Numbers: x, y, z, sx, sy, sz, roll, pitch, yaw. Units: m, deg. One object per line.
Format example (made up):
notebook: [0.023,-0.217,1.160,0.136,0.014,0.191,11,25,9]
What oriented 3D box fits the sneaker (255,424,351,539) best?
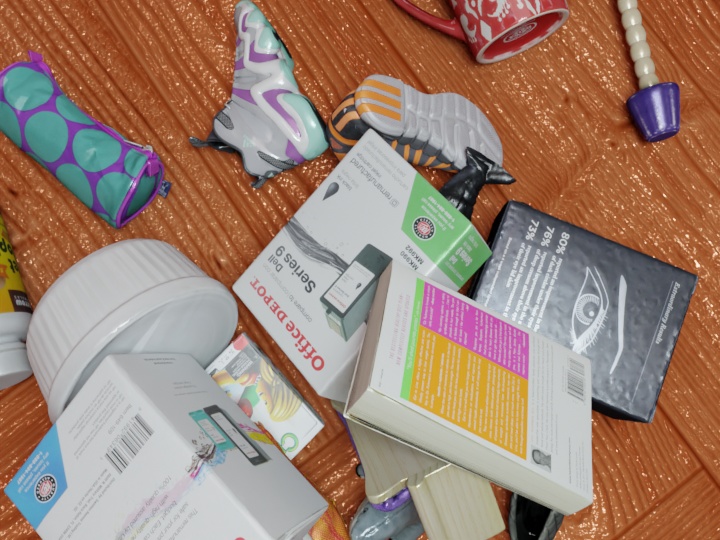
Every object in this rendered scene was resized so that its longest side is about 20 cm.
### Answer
sneaker: [-0.062,0.238,0.737,0.072,0.077,0.203,-28,95,24]

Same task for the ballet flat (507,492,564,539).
ballet flat: [0.174,0.184,0.702,0.065,0.057,0.205,7,116,17]

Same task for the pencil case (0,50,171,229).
pencil case: [-0.299,-0.137,0.801,0.198,0.085,0.093,37,100,6]

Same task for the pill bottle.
pill bottle: [-0.401,0.021,0.768,0.107,0.109,0.204,-22,81,-1]

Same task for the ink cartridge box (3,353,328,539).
ink cartridge box: [-0.156,0.194,0.640,0.200,0.146,0.147,43,96,15]

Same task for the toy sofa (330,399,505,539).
toy sofa: [0.043,0.167,0.679,0.096,0.200,0.084,-24,110,-5]

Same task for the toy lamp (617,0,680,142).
toy lamp: [0.298,-0.239,0.810,0.057,0.058,0.205,-13,80,0]

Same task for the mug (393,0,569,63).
mug: [0.123,-0.331,0.814,0.131,0.176,0.204,-19,84,-38]

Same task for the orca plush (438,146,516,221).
orca plush: [0.088,-0.016,0.751,0.200,0.071,0.105,-47,123,3]

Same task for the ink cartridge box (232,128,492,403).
ink cartridge box: [0.000,0.000,0.700,0.201,0.084,0.146,-48,64,5]

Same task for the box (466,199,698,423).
box: [0.203,0.043,0.746,0.196,0.104,0.151,23,82,5]

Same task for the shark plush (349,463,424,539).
shark plush: [0.082,0.215,0.734,0.195,0.083,0.093,-16,80,0]

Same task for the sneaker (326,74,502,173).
sneaker: [0.052,-0.137,0.796,0.196,0.111,0.080,18,66,-29]

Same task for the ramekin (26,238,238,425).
ramekin: [-0.220,0.061,0.717,0.202,0.203,0.094,-44,70,-5]

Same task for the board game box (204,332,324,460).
board game box: [-0.148,0.180,0.764,0.200,0.035,0.126,-44,92,-5]

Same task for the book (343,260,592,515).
book: [0.095,0.088,0.594,0.196,0.048,0.136,27,48,-11]

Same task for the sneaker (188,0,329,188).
sneaker: [-0.129,-0.183,0.808,0.138,0.078,0.203,-30,68,9]
